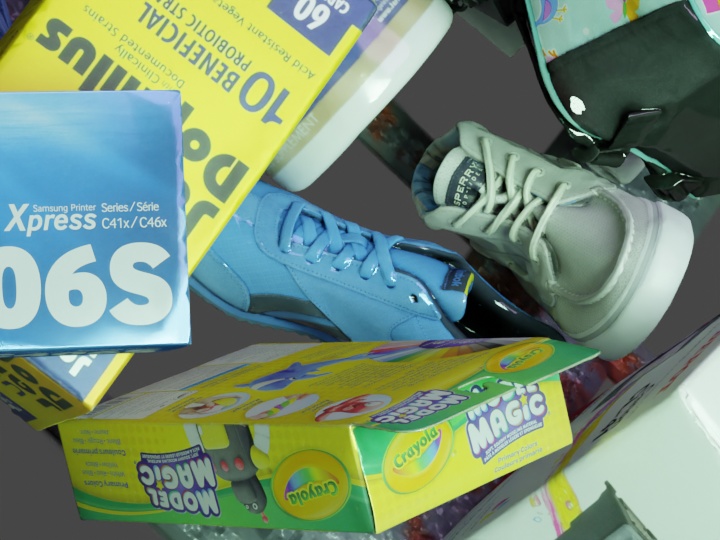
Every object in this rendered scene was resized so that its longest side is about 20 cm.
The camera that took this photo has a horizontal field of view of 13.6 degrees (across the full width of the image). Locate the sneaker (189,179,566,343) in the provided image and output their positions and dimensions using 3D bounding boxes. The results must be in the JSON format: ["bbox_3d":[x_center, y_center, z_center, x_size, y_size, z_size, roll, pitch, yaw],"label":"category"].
[{"bbox_3d":[0.000,0.000,1.302,0.200,0.078,0.066,31,50,-14],"label":"sneaker"}]

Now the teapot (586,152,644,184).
[{"bbox_3d":[0.213,-0.112,1.489,0.199,0.147,0.198,9,22,-3],"label":"teapot"}]

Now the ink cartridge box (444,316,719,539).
[{"bbox_3d":[0.128,0.089,1.238,0.086,0.200,0.148,50,45,1],"label":"ink cartridge box"}]

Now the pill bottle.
[{"bbox_3d":[-0.066,-0.139,1.321,0.200,0.111,0.111,42,46,-4],"label":"pill bottle"}]

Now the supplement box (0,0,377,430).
[{"bbox_3d":[-0.102,-0.051,1.184,0.109,0.109,0.200,37,74,-10],"label":"supplement box"}]

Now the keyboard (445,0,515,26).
[{"bbox_3d":[-0.003,-0.160,1.369,0.200,0.021,0.127,35,-6,35],"label":"keyboard"}]

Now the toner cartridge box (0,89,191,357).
[{"bbox_3d":[-0.163,-0.015,1.081,0.199,0.043,0.095,-2,85,-16],"label":"toner cartridge box"}]

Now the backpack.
[{"bbox_3d":[0.138,-0.154,1.311,0.176,0.153,0.201,18,45,-55],"label":"backpack"}]

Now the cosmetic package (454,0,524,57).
[{"bbox_3d":[0.021,-0.199,1.459,0.200,0.051,0.083,39,34,-8],"label":"cosmetic package"}]

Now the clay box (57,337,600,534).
[{"bbox_3d":[-0.010,0.063,1.169,0.115,0.200,0.048,-21,104,-42],"label":"clay box"}]

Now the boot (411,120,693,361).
[{"bbox_3d":[0.074,-0.018,1.314,0.095,0.200,0.074,27,89,-12],"label":"boot"}]

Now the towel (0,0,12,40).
[{"bbox_3d":[-0.209,-0.149,1.268,0.111,0.049,0.201,2,61,-34],"label":"towel"}]
